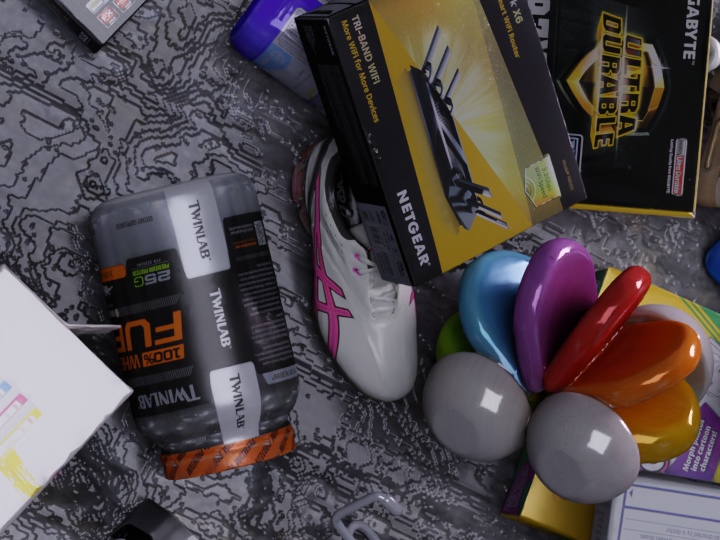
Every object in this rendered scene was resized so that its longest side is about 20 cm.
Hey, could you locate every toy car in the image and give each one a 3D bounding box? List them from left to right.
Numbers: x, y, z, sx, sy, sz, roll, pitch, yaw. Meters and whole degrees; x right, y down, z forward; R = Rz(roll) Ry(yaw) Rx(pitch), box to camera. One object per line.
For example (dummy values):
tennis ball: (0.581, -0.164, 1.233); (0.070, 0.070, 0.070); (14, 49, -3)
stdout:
toy car: (0.145, 0.051, 1.477); (0.175, 0.199, 0.151); (-44, 144, -42)

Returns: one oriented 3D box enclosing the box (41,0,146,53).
box: (-0.177, -0.283, 1.540); (0.158, 0.048, 0.200); (45, 77, -9)

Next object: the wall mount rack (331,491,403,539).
wall mount rack: (0.037, 0.259, 1.501); (0.074, 0.200, 0.174); (-27, 116, 24)

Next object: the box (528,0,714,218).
box: (0.175, -0.145, 1.558); (0.159, 0.049, 0.201); (6, 113, 9)

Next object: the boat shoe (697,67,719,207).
boat shoe: (0.297, -0.140, 1.641); (0.064, 0.071, 0.201); (1, 61, 26)

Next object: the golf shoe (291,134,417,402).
golf shoe: (0.000, 0.000, 1.550); (0.072, 0.092, 0.201); (-16, 93, -15)

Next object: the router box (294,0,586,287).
router box: (0.059, -0.112, 1.488); (0.157, 0.052, 0.201); (-27, 109, -24)

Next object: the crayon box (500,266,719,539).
crayon box: (0.222, 0.123, 1.616); (0.172, 0.058, 0.201); (22, 81, -12)

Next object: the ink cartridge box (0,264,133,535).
ink cartridge box: (-0.256, 0.094, 1.458); (0.125, 0.128, 0.200); (44, 77, -8)

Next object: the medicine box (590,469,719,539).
medicine box: (0.250, 0.253, 1.518); (0.181, 0.103, 0.201); (9, 87, 1)

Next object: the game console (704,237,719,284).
game console: (0.398, -0.022, 1.692); (0.200, 0.118, 0.171); (41, 47, -10)

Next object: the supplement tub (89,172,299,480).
supplement tub: (-0.113, 0.039, 1.501); (0.122, 0.122, 0.201); (-13, 90, -15)

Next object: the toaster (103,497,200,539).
toaster: (-0.139, 0.289, 1.483); (0.200, 0.119, 0.181); (46, 78, -8)

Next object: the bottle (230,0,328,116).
bottle: (0.000, -0.135, 1.561); (0.200, 0.083, 0.065); (36, 79, -11)

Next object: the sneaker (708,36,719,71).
sneaker: (0.180, -0.171, 1.609); (0.199, 0.087, 0.076); (0, 89, -13)
